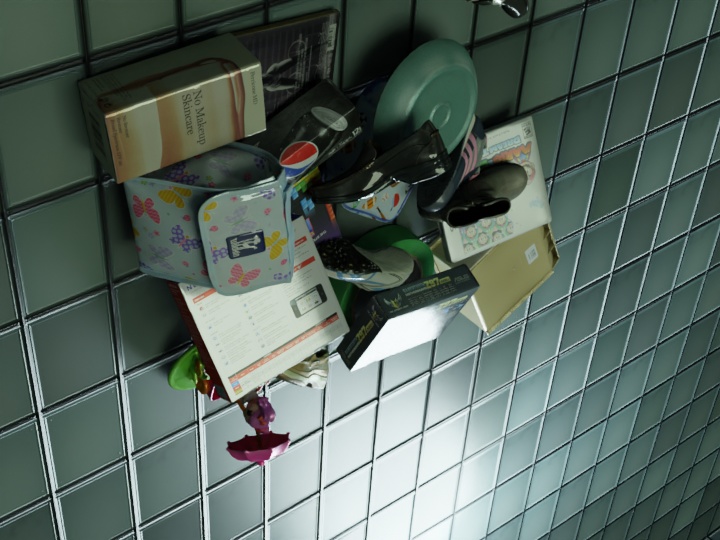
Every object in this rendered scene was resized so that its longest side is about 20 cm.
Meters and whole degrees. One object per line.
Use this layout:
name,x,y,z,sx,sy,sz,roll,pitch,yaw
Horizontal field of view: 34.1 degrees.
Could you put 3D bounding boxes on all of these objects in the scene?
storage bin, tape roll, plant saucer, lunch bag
storage bin,0.234,-0.026,2.018,0.198,0.094,0.201,-43,143,-11
tape roll,0.030,0.025,1.885,0.199,0.048,0.202,-27,138,-28
plant saucer,0.101,-0.222,1.639,0.199,0.036,0.202,-29,135,-32
lunch bag,-0.179,-0.067,1.442,0.171,0.198,0.128,90,17,-44
lunch bag,0.034,-0.168,1.699,0.160,0.075,0.201,13,111,-53

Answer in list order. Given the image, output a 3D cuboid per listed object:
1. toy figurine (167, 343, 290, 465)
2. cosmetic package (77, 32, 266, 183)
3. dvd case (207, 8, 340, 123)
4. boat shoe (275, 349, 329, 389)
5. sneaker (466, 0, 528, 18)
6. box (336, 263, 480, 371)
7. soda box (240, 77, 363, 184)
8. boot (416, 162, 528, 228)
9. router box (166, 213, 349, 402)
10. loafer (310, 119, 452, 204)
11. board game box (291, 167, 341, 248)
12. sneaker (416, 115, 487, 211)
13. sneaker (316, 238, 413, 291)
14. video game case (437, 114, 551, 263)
toy figurine,-0.161,0.179,1.660,0.149,0.185,0.201,-20,154,-34
cosmetic package,-0.219,-0.193,1.383,0.199,0.087,0.104,-25,136,-22
dvd case,-0.115,-0.250,1.518,0.199,0.016,0.150,-22,137,-34
boat shoe,-0.098,0.137,1.827,0.077,0.071,0.200,-69,164,-1
sneaker,0.161,-0.403,1.631,0.089,0.074,0.200,-50,134,0
box,0.075,0.074,1.851,0.199,0.051,0.158,-19,157,-36
soda box,-0.096,-0.161,1.547,0.199,0.071,0.063,-38,154,-6
boot,0.194,-0.105,1.783,0.198,0.130,0.068,-19,110,-20
router box,-0.133,0.048,1.572,0.199,0.049,0.181,-29,109,-23
loafer,0.021,-0.143,1.589,0.198,0.073,0.073,-18,103,5
board game box,-0.132,-0.054,1.640,0.199,0.057,0.166,-39,141,-15
sneaker,0.147,-0.150,1.749,0.082,0.070,0.201,50,51,-33
sneaker,0.000,0.000,1.734,0.199,0.072,0.073,5,134,-48
video game case,0.205,-0.131,1.868,0.198,0.024,0.184,-22,111,-20
